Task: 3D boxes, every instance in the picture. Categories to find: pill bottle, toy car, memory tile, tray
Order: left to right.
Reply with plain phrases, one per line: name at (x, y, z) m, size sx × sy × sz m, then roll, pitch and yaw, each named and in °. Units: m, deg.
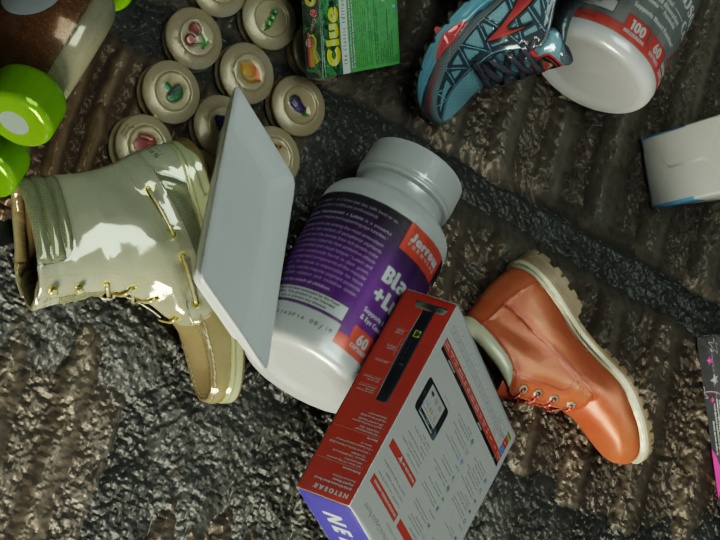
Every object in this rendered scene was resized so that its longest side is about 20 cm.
toy car at (-0.282, -0.183, 1.454) m, size 0.199 × 0.158 × 0.165 m, roll 32°, pitch 55°, yaw -11°
memory tile at (-0.100, -0.134, 1.625) m, size 0.153 × 0.017 × 0.201 m, roll 32°, pitch 67°, yaw -24°
tray at (-0.089, -0.032, 1.538) m, size 0.201 × 0.022 × 0.108 m, roll -83°, pitch 151°, yaw -43°
pill bottle at (0.000, 0.000, 1.610) m, size 0.111 × 0.111 × 0.201 m, roll 39°, pitch 65°, yaw -21°
pill bottle at (0.237, -0.245, 1.790) m, size 0.116 × 0.116 × 0.201 m, roll 39°, pitch 65°, yaw -21°

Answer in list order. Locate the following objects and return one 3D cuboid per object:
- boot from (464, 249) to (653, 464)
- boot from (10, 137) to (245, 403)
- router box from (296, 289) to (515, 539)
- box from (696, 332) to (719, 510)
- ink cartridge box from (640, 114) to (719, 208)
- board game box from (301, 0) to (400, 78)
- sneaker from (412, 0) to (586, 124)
boot at (0.158, 0.095, 1.723) m, size 0.107 × 0.075 × 0.201 m, roll -39°, pitch 95°, yaw -26°
boot at (-0.172, 0.015, 1.528) m, size 0.154 × 0.072 × 0.202 m, roll -15°, pitch 95°, yaw -29°
router box at (0.040, 0.144, 1.588) m, size 0.180 × 0.049 × 0.201 m, roll -60°, pitch 149°, yaw -24°
box at (0.393, 0.146, 1.828) m, size 0.131 × 0.114 × 0.202 m, roll -5°, pitch 86°, yaw -31°
ink cartridge box at (0.363, -0.105, 1.847) m, size 0.198 × 0.115 × 0.069 m, roll -8°, pitch 87°, yaw -33°
board game box at (-0.010, -0.258, 1.648) m, size 0.104 × 0.023 × 0.202 m, roll -16°, pitch 107°, yaw -53°
sneaker at (0.124, -0.189, 1.682) m, size 0.095 × 0.079 × 0.200 m, roll 43°, pitch 102°, yaw 20°
